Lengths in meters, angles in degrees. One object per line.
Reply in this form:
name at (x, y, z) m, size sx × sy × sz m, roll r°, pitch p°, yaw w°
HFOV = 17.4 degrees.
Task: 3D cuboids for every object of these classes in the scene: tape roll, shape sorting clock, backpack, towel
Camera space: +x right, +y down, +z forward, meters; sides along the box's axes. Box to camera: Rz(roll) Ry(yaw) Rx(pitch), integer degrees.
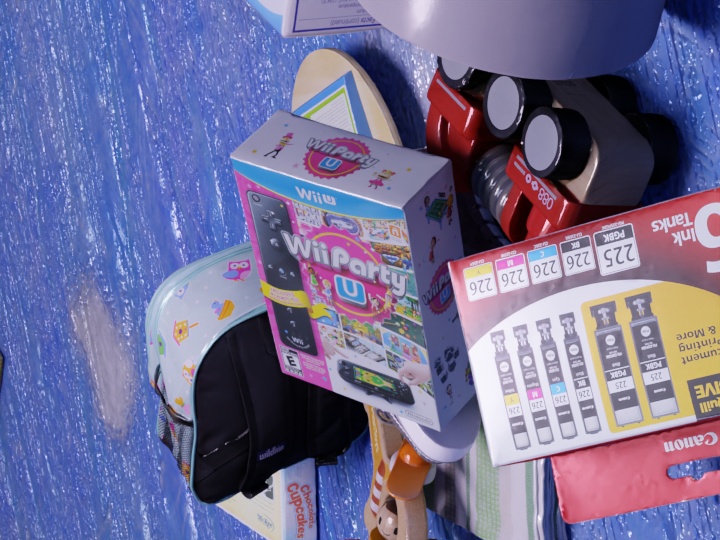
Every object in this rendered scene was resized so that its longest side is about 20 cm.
tape roll at (0.094, -0.197, 1.463) m, size 0.200 × 0.200 × 0.066 m, roll 51°, pitch 139°, yaw 44°
shape sorting clock at (-0.005, -0.078, 1.859) m, size 0.200 × 0.039 × 0.201 m, roll 168°, pitch 90°, yaw -67°
backpack at (-0.085, 0.063, 1.889) m, size 0.153 × 0.175 × 0.200 m, roll 58°, pitch 157°, yaw 34°
towel at (0.094, 0.126, 1.752) m, size 0.200 × 0.031 × 0.150 m, roll 23°, pitch 115°, yaw 61°

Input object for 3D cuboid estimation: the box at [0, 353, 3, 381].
box at (-0.550, 0.100, 2.786) m, size 0.200 × 0.192 × 0.122 m, roll 53°, pitch 142°, yaw 41°

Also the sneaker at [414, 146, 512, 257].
sneaker at (0.047, -0.007, 1.686) m, size 0.200 × 0.115 × 0.076 m, roll 66°, pitch 147°, yaw 36°

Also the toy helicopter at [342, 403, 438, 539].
toy helicopter at (0.024, 0.148, 1.790) m, size 0.132 × 0.079 × 0.200 m, roll 111°, pitch 157°, yaw -54°

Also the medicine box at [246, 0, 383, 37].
medicine box at (-0.043, -0.307, 1.798) m, size 0.182 × 0.103 × 0.201 m, roll 47°, pitch 137°, yaw 47°

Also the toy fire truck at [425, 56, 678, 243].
toy fire truck at (0.117, -0.046, 1.578) m, size 0.176 × 0.128 × 0.200 m, roll 51°, pitch 130°, yaw 45°

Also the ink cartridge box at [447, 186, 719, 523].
ink cartridge box at (0.173, 0.055, 1.417) m, size 0.200 × 0.084 × 0.176 m, roll -16°, pitch 83°, yaw 30°

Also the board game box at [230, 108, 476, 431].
board game box at (0.000, 0.000, 1.631) m, size 0.147 × 0.064 × 0.200 m, roll 18°, pitch 136°, yaw 32°

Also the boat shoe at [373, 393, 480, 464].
boat shoe at (0.029, 0.079, 1.752) m, size 0.066 × 0.070 × 0.200 m, roll -63°, pitch 38°, yaw 34°

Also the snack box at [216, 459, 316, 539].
snack box at (-0.100, 0.164, 2.115) m, size 0.200 × 0.037 × 0.117 m, roll 24°, pitch 119°, yaw 58°
